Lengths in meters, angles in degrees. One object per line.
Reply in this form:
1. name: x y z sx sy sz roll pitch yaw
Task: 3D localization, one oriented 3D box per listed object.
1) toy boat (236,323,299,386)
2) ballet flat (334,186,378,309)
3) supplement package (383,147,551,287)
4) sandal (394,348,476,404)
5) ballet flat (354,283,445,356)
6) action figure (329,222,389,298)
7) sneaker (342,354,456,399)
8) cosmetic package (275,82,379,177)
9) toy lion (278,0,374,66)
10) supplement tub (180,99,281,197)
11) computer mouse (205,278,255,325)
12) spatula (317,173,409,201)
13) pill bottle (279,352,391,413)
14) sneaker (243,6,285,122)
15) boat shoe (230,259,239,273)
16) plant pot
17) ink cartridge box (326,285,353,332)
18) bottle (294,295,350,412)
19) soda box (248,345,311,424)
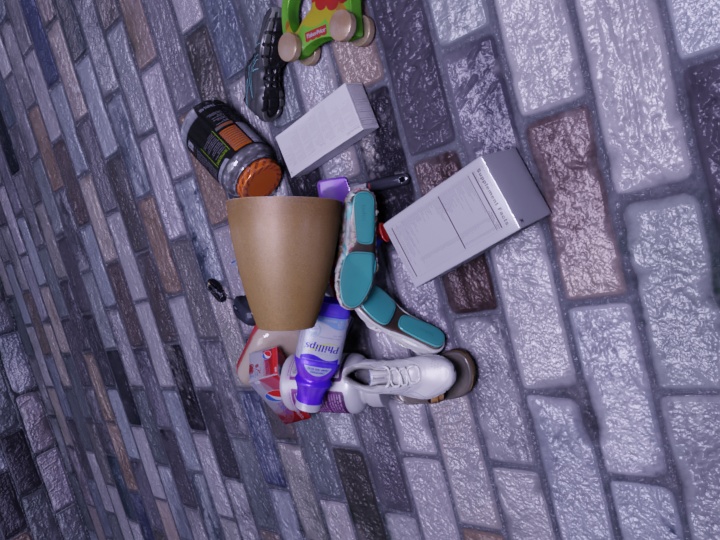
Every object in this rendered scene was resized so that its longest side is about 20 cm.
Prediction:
1. toy boat: -0.192 0.151 1.201 0.201 0.129 0.132 -58 37 37
2. ballet flat: -0.008 -0.036 0.927 0.064 0.075 0.203 180 99 -71
3. supplement package: 0.152 -0.075 0.817 0.199 0.109 0.115 -32 83 43
4. sandal: 0.119 0.197 0.976 0.199 0.054 0.083 -26 87 43
5. ballet flat: 0.051 0.090 0.963 0.199 0.070 0.070 32 127 0
6. action figure: 0.000 0.000 1.002 0.199 0.065 0.100 -31 75 42
7. sneaker: 0.060 0.180 0.925 0.198 0.087 0.076 -10 79 24
8. cosmetic package: -0.062 -0.243 0.983 0.199 0.050 0.083 -22 88 43
9. toy lion: -0.056 -0.454 0.905 0.198 0.068 0.194 -1 97 41
10. supplement tub: -0.253 -0.232 1.103 0.200 0.122 0.123 46 129 19
11. computer mouse: -0.306 0.074 1.312 0.199 0.034 0.059 26 121 32
12. spatula: 0.004 -0.145 0.980 0.198 0.020 0.057 -4 101 41
13. pill bottle: -0.044 0.214 1.064 0.198 0.112 0.114 -2 104 22
14. sneaker: -0.179 -0.379 1.021 0.079 0.075 0.202 34 124 29
15. boat shoe: -0.222 -0.010 1.164 0.201 0.068 0.085 60 138 31
16. plant pot: -0.118 -0.009 0.893 0.185 0.185 0.203 0 92 40
17. ink cartridge box: -0.086 0.065 1.118 0.200 0.039 0.100 41 128 24
18. bottle: -0.074 0.146 0.980 0.082 0.065 0.203 11 98 -9
19. soda box: -0.163 0.241 1.150 0.063 0.071 0.201 -16 139 7
